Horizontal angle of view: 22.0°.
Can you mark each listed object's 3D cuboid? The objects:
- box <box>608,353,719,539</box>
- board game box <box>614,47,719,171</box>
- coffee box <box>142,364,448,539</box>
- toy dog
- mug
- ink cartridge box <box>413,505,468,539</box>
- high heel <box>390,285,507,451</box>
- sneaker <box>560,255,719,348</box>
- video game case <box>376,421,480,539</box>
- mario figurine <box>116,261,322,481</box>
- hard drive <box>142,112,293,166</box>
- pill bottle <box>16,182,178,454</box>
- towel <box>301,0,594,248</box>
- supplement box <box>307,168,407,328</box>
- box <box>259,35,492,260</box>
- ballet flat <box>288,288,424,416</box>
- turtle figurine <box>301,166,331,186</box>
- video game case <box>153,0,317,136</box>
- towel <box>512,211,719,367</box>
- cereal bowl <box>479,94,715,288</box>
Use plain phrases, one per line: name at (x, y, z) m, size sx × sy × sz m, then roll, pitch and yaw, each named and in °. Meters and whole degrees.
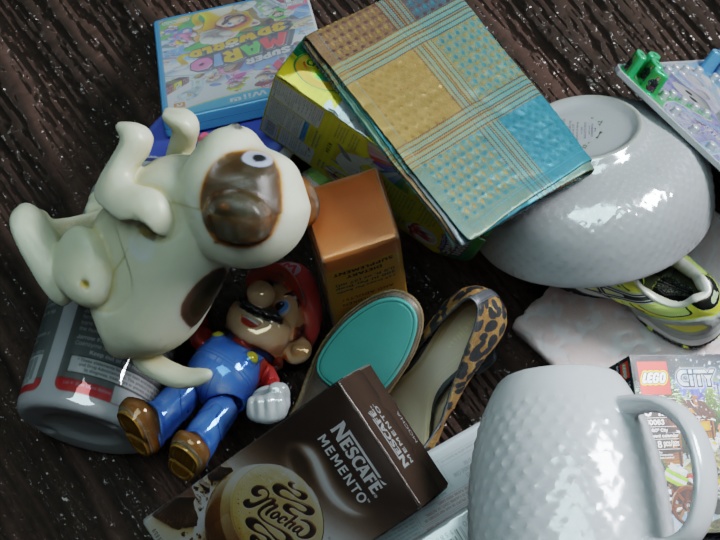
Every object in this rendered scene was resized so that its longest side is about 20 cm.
box at (0.292, 0.134, 1.418) m, size 0.198 × 0.038 × 0.138 m, roll 0°, pitch 73°, yaw -22°
board game box at (0.320, -0.110, 1.498) m, size 0.200 × 0.199 × 0.026 m, roll 47°, pitch 118°, yaw 19°
coffee box at (-0.049, 0.175, 1.397) m, size 0.199 × 0.080 × 0.114 m, roll -37°, pitch 84°, yaw 19°
toy dog at (-0.129, -0.027, 1.354) m, size 0.199 × 0.139 × 0.196 m, roll -30°, pitch 75°, yaw 29°
mug at (0.165, 0.156, 1.304) m, size 0.199 × 0.147 × 0.177 m, roll -20°, pitch 66°, yaw 43°
ink cartridge box at (0.143, 0.242, 1.399) m, size 0.199 × 0.044 × 0.175 m, roll -31°, pitch 82°, yaw -9°
high heel at (0.038, 0.098, 1.445) m, size 0.071 × 0.143 × 0.200 m, roll 39°, pitch 75°, yaw 17°
sneaker at (0.205, -0.013, 1.483) m, size 0.198 × 0.077 × 0.076 m, roll 25°, pitch 71°, yaw 16°
video game case at (0.115, 0.210, 1.438) m, size 0.199 × 0.023 × 0.183 m, roll -28°, pitch 80°, yaw -8°
mario figurine at (-0.102, 0.058, 1.443) m, size 0.124 × 0.106 × 0.200 m, roll 46°, pitch 56°, yaw -10°
hard drive at (-0.095, -0.134, 1.551) m, size 0.131 × 0.026 × 0.200 m, roll 6°, pitch 37°, yaw 25°
pill bottle at (-0.198, 0.036, 1.506) m, size 0.113 × 0.114 × 0.202 m, roll 10°, pitch 68°, yaw 9°
towel at (0.066, -0.121, 1.374) m, size 0.146 × 0.022 × 0.201 m, roll -28°, pitch 72°, yaw -31°
supplement box at (0.000, 0.000, 1.458) m, size 0.066 × 0.200 × 0.069 m, roll -18°, pitch 66°, yaw -3°
box at (0.020, -0.087, 1.422) m, size 0.199 × 0.117 × 0.049 m, roll 37°, pitch 71°, yaw 2°
ballet flat at (-0.012, 0.096, 1.460) m, size 0.067 × 0.072 × 0.201 m, roll 31°, pitch 103°, yaw 6°
turtle figurine at (0.038, -0.100, 1.569) m, size 0.144 × 0.200 × 0.194 m, roll 41°, pitch 95°, yaw -4°
video game case at (-0.103, -0.181, 1.584) m, size 0.141 × 0.018 × 0.201 m, roll -12°, pitch 33°, yaw -2°
towel at (0.253, 0.047, 1.511) m, size 0.200 × 0.032 × 0.191 m, roll -41°, pitch 69°, yaw -13°
cereal bowl at (0.179, -0.077, 1.455) m, size 0.198 × 0.084 × 0.201 m, roll -7°, pitch 37°, yaw 5°
